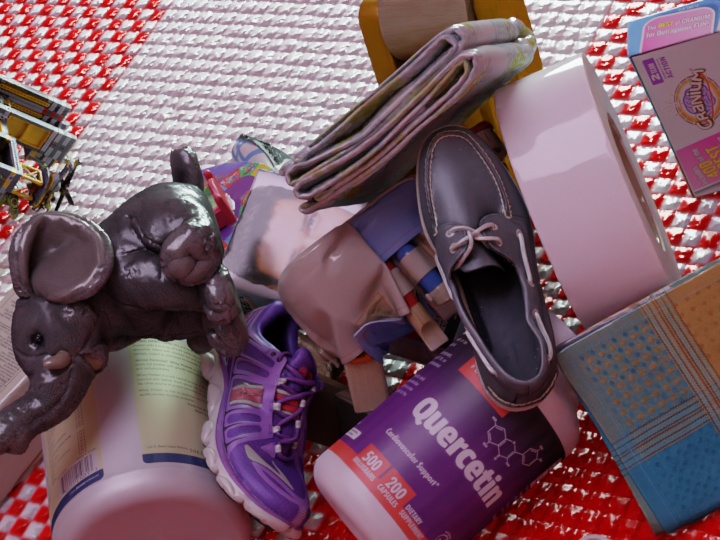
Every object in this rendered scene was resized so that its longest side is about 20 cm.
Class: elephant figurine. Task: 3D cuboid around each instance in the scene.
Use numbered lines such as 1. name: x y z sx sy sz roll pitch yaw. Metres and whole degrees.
1. elephant figurine: -0.189 0.021 1.524 0.199 0.142 0.155 -17 18 -2

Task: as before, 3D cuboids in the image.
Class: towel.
1. towel: 0.039 -0.109 1.529 0.171 0.048 0.200 -38 -4 18
2. towel: 0.249 0.069 1.441 0.199 0.022 0.147 -29 81 1

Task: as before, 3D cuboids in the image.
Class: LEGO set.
1. LEGO set: -0.320 -0.082 1.978 0.154 0.115 0.200 -56 32 19

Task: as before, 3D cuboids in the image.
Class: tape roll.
1. tape roll: 0.164 -0.050 1.535 0.070 0.203 0.203 -23 41 12

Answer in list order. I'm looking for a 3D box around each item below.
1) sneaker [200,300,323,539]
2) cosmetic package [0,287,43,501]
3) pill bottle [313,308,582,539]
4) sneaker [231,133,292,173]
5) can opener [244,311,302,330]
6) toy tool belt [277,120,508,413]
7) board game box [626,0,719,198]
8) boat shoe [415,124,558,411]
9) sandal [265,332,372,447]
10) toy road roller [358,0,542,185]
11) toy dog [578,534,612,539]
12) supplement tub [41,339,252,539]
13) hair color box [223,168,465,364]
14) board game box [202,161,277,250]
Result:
1. sneaker: -0.064 0.098 1.539 0.083 0.081 0.201 -35 44 23
2. cosmetic package: -0.282 0.091 1.780 0.103 0.073 0.200 24 66 45
3. pill bottle: 0.072 0.116 1.497 0.200 0.113 0.112 -40 41 -8
4. sneaker: -0.067 -0.056 1.795 0.073 0.072 0.200 -57 33 10
5. can opener: -0.069 0.049 1.700 0.199 0.053 0.067 -27 39 9
6. toy tool belt: 0.046 0.000 1.539 0.200 0.123 0.125 -37 -2 1
7. board game box: 0.311 -0.141 1.566 0.199 0.153 0.040 -14 42 20
8. boat shoe: 0.086 -0.007 1.435 0.072 0.062 0.201 -15 79 -2
9. sandal: -0.029 0.087 1.645 0.069 0.078 0.211 -21 37 -39
10. toy road roller: 0.065 -0.126 1.678 0.122 0.201 0.146 -4 26 29
11. toy dog: 0.123 0.232 1.361 0.132 0.096 0.200 24 65 44
12. supplement tub: -0.163 0.130 1.600 0.144 0.145 0.201 -24 45 10
13. hair color box: 0.000 0.000 1.639 0.199 0.061 0.099 15 74 21
14. board game box: -0.154 -0.034 1.727 0.157 0.039 0.200 -4 42 40
